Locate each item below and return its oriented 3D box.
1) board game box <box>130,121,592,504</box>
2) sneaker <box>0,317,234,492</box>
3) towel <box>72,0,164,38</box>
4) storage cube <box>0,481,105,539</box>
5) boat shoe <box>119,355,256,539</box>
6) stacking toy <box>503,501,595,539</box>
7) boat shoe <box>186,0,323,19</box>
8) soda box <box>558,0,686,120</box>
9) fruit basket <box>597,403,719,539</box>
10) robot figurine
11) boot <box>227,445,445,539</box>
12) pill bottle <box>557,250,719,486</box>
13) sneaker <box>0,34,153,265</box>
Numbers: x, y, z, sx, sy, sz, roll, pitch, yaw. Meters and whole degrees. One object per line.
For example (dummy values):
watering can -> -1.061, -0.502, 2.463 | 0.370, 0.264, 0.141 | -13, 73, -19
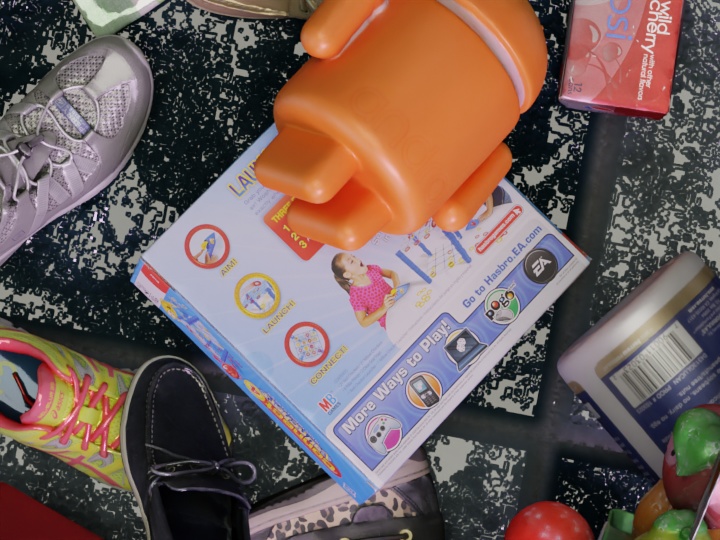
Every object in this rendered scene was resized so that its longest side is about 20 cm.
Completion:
board game box -> 0.000, 0.000, 1.575 | 0.196, 0.056, 0.200 | 44, 71, 2
sneaker -> -0.174, 0.087, 1.598 | 0.199, 0.090, 0.079 | 19, 89, 1
towel -> -0.121, -0.260, 1.628 | 0.200, 0.023, 0.153 | -34, 90, 2
storage cube -> -0.197, 0.266, 1.532 | 0.199, 0.180, 0.171 | 28, 116, 2
boat shoe -> -0.096, 0.133, 1.531 | 0.074, 0.062, 0.201 | 13, 51, -27
stacking toy -> 0.057, 0.212, 1.520 | 0.085, 0.085, 0.200 | 42, 99, 2
boat shoe -> -0.014, -0.184, 1.595 | 0.199, 0.065, 0.073 | -1, 108, 0
soda box -> 0.167, -0.195, 1.594 | 0.070, 0.063, 0.201 | 8, 91, 3
fruit basket -> 0.177, 0.129, 1.431 | 0.093, 0.185, 0.201 | 17, 106, 8
robot figurine -> 0.030, -0.101, 1.519 | 0.144, 0.117, 0.200 | 41, 72, 3
boot -> -0.026, 0.208, 1.604 | 0.199, 0.073, 0.151 | -24, 89, -3
pill bottle -> 0.220, 0.097, 1.570 | 0.111, 0.111, 0.200 | -40, 89, 2
sneaker -> -0.201, -0.060, 1.602 | 0.075, 0.082, 0.200 | 41, 92, 2
